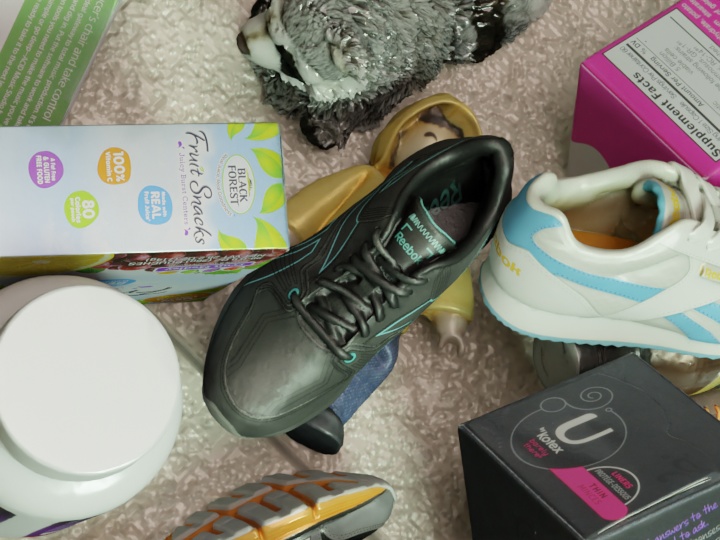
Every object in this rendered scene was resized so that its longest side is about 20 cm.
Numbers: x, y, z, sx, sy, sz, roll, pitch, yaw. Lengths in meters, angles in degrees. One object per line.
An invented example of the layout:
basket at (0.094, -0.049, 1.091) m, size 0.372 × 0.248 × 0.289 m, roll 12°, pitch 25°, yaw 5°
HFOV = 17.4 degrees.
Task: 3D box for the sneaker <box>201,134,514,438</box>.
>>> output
sneaker at (0.000, 0.000, 1.146) m, size 0.075 × 0.079 × 0.200 m, roll 45°, pitch 75°, yaw -2°

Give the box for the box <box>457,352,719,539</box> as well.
box at (0.129, 0.163, 1.146) m, size 0.106 × 0.122 × 0.200 m, roll -21°, pitch 122°, yaw -20°

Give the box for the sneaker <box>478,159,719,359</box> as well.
sneaker at (0.163, -0.008, 1.159) m, size 0.200 × 0.081 × 0.077 m, roll -1°, pitch 50°, yaw -16°

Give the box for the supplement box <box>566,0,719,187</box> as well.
supplement box at (0.219, -0.098, 1.268) m, size 0.200 × 0.101 × 0.103 m, roll -31°, pitch 61°, yaw -19°

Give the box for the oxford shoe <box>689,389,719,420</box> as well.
oxford shoe at (0.176, 0.094, 1.246) m, size 0.200 × 0.073 × 0.071 m, roll -18°, pitch 85°, yaw -19°

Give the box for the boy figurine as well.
boy figurine at (0.010, -0.002, 1.222) m, size 0.124 × 0.064 × 0.200 m, roll 33°, pitch 75°, yaw -5°

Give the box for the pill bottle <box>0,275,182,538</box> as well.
pill bottle at (-0.144, 0.063, 1.087) m, size 0.111 × 0.200 × 0.112 m, roll 3°, pitch 79°, yaw -17°

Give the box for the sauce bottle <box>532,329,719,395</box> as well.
sauce bottle at (0.180, 0.031, 1.230) m, size 0.200 × 0.065 × 0.065 m, roll -8°, pitch 81°, yaw -29°

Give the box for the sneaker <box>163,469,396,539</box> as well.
sneaker at (-0.066, 0.163, 1.165) m, size 0.200 × 0.078 × 0.077 m, roll -29°, pitch 101°, yaw -17°

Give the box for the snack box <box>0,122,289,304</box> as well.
snack box at (-0.152, -0.022, 1.120) m, size 0.200 × 0.169 × 0.068 m, roll -1°, pitch 81°, yaw -19°

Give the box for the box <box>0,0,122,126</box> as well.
box at (-0.219, -0.153, 1.170) m, size 0.200 × 0.036 × 0.144 m, roll 26°, pitch 98°, yaw -9°

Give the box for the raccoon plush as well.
raccoon plush at (0.023, -0.144, 1.215) m, size 0.200 × 0.134 × 0.097 m, roll -34°, pitch 89°, yaw -20°
